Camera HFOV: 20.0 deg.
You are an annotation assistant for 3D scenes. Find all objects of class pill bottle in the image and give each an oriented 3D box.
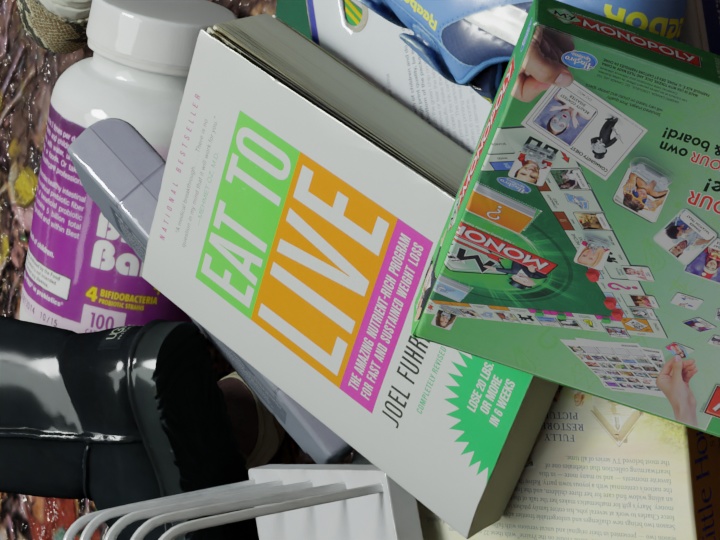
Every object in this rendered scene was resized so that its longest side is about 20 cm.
[{"bbox_3d":[-0.126,-0.053,1.155,0.112,0.112,0.202,31,117,45],"label":"pill bottle"}]

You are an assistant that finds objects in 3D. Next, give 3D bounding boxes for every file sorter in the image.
[{"bbox_3d":[-0.056,0.169,0.944,0.200,0.124,0.140,166,95,-69],"label":"file sorter"}]

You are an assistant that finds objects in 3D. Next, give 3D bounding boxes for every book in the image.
[{"bbox_3d":[0.000,0.000,0.859,0.199,0.048,0.134,36,123,26],"label":"book"}]

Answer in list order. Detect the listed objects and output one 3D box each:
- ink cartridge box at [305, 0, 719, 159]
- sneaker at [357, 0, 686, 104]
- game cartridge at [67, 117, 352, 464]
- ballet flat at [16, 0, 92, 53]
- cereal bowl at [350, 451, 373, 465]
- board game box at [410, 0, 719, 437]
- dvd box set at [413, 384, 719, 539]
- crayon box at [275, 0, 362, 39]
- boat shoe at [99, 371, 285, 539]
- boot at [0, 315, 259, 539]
[{"bbox_3d":[0.058,-0.142,0.842,0.199,0.040,0.201,-10,86,42],"label":"ink cartridge box"},{"bbox_3d":[0.038,-0.109,0.787,0.199,0.074,0.083,21,109,41],"label":"sneaker"},{"bbox_3d":[-0.069,0.013,1.022,0.200,0.040,0.133,49,175,5],"label":"game cartridge"},{"bbox_3d":[-0.164,-0.214,1.220,0.075,0.067,0.201,-112,37,-61],"label":"ballet flat"},{"bbox_3d":[0.052,0.141,0.973,0.199,0.083,0.202,4,95,51],"label":"cereal bowl"},{"bbox_3d":[0.133,-0.006,0.743,0.029,0.198,0.135,-81,11,-60],"label":"board game box"},{"bbox_3d":[0.081,0.064,0.849,0.146,0.029,0.202,-2,97,40],"label":"dvd box set"},{"bbox_3d":[0.039,-0.200,0.982,0.172,0.058,0.202,19,106,49],"label":"crayon box"},{"bbox_3d":[-0.115,0.125,1.191,0.200,0.064,0.072,-48,57,41],"label":"boat shoe"},{"bbox_3d":[-0.147,0.114,1.114,0.167,0.076,0.202,0,114,32],"label":"boot"}]
